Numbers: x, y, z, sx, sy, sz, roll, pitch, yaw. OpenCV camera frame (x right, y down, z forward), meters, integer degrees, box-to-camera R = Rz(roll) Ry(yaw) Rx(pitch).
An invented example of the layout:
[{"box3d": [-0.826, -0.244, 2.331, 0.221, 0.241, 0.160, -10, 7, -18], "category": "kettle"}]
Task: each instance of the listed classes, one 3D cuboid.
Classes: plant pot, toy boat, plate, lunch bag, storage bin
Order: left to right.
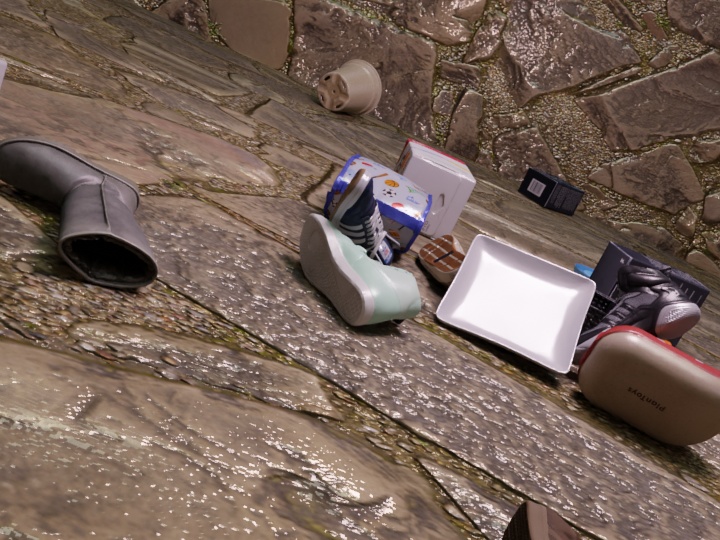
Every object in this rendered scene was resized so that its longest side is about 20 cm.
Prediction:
[{"box3d": [-0.054, -0.645, 2.595, 0.200, 0.201, 0.183, 31, 30, 18], "category": "plant pot"}, {"box3d": [0.031, -0.115, 1.264, 0.170, 0.124, 0.200, 26, 10, -2], "category": "lunch bag"}, {"box3d": [0.231, 0.050, 1.077, 0.199, 0.032, 0.200, 24, 49, 11], "category": "plate"}, {"box3d": [0.325, 0.063, 1.200, 0.200, 0.094, 0.135, 30, 18, 12], "category": "storage bin"}, {"box3d": [0.405, 0.142, 0.991, 0.200, 0.131, 0.131, 30, 39, 10], "category": "toy boat"}]

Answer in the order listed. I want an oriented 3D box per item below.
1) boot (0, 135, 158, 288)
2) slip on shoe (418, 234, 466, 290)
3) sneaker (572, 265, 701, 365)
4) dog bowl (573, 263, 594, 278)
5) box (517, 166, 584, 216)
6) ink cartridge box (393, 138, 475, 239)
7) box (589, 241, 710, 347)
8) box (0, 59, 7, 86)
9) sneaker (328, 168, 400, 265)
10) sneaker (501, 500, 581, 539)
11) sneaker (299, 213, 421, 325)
[{"box3d": [-0.304, -0.061, 0.758, 0.181, 0.073, 0.200, 15, 27, -24], "category": "boot"}, {"box3d": [0.152, -0.007, 1.229, 0.061, 0.076, 0.200, 62, -2, -18], "category": "slip on shoe"}, {"box3d": [0.384, 0.064, 1.077, 0.076, 0.199, 0.114, 50, 21, -53], "category": "sneaker"}, {"box3d": [0.559, 0.052, 1.628, 0.199, 0.050, 0.112, 24, 17, -3], "category": "dog bowl"}, {"box3d": [0.731, -0.302, 2.784, 0.200, 0.107, 0.148, 10, 23, -43], "category": "box"}, {"box3d": [0.139, -0.171, 1.527, 0.144, 0.146, 0.200, 23, 17, -7], "category": "ink cartridge box"}, {"box3d": [0.575, 0.051, 1.487, 0.199, 0.148, 0.104, 22, 18, -13], "category": "box"}, {"box3d": [-0.558, -0.247, 0.869, 0.199, 0.098, 0.124, 25, 17, 1], "category": "box"}, {"box3d": [0.012, -0.059, 1.015, 0.108, 0.200, 0.070, 32, 61, 0], "category": "sneaker"}, {"box3d": [0.139, 0.230, 0.503, 0.075, 0.071, 0.200, 28, 18, 6], "category": "sneaker"}, {"box3d": [0.000, 0.001, 0.959, 0.118, 0.074, 0.201, 3, 37, -37], "category": "sneaker"}]
